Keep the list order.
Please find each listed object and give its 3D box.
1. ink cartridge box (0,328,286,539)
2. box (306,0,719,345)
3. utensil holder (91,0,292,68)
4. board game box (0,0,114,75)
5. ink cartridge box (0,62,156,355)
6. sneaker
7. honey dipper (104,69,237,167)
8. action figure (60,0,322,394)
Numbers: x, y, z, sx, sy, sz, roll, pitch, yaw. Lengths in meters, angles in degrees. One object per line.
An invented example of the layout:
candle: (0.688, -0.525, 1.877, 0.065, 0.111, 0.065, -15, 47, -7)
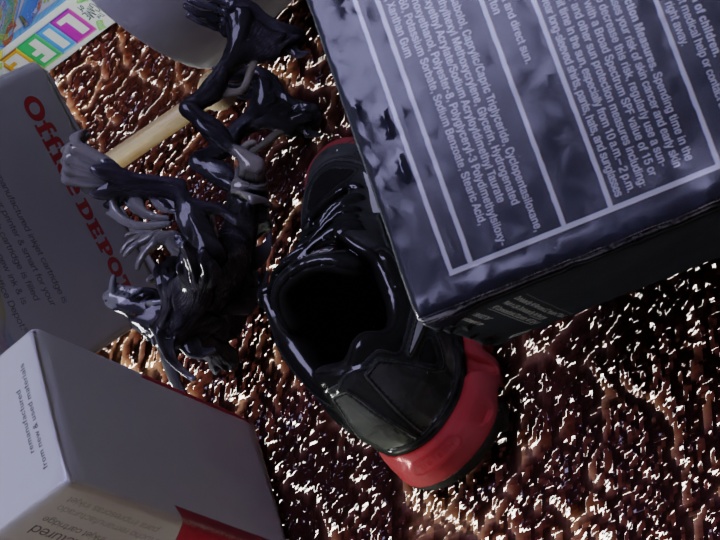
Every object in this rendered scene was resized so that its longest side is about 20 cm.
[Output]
ink cartridge box: (-0.155, 0.131, 0.936, 0.200, 0.145, 0.084, -38, 51, 23)
box: (0.093, -0.101, 0.762, 0.197, 0.123, 0.201, -22, 79, 14)
utensil holder: (-0.060, -0.228, 1.085, 0.200, 0.170, 0.170, -43, 39, 19)
board game box: (-0.198, -0.212, 1.329, 0.134, 0.034, 0.201, -31, 44, 29)
ink cartridge box: (-0.210, 0.003, 1.022, 0.084, 0.145, 0.200, -20, 10, 43)
sneaker: (0.000, 0.000, 0.907, 0.071, 0.098, 0.201, -40, 39, 22)
honey dipper: (-0.146, -0.056, 1.160, 0.200, 0.038, 0.038, -33, 43, 23)
action figure: (-0.084, -0.028, 1.009, 0.101, 0.119, 0.201, 7, 57, 15)
